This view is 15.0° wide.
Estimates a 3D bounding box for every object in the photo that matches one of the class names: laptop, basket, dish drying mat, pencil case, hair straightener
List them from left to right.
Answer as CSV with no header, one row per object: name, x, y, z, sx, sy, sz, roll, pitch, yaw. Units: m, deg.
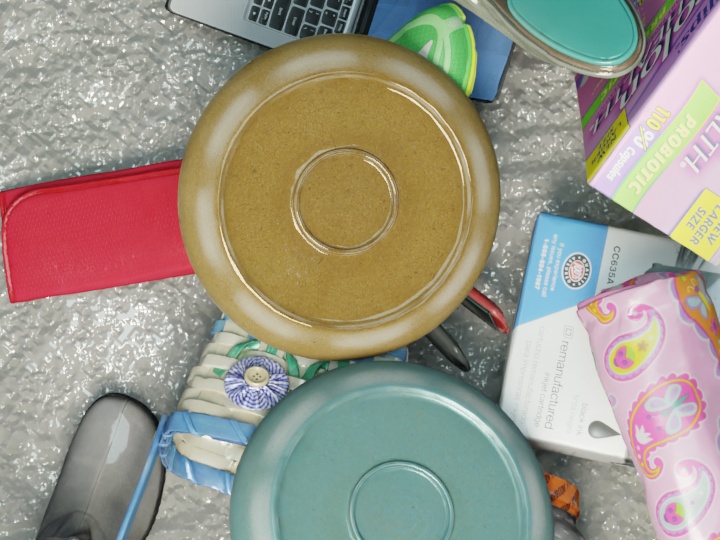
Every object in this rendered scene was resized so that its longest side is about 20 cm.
dish drying mat,-0.137,-0.031,1.775,0.199,0.018,0.077,-9,81,9
basket,-0.055,0.132,1.712,0.176,0.139,0.200,12,75,2
hair straightener,0.000,0.000,1.754,0.200,0.041,0.077,41,82,21
laptop,0.007,-0.225,1.753,0.200,0.116,0.188,19,85,-17
pencil case,0.196,0.100,1.656,0.087,0.087,0.200,-18,87,-1

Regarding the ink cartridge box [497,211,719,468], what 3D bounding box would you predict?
ink cartridge box,0.194,0.055,1.742,0.199,0.086,0.147,11,85,4

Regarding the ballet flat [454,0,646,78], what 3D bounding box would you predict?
ballet flat,0.097,-0.175,1.690,0.200,0.064,0.067,38,74,21

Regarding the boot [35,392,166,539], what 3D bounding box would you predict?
boot,-0.176,0.172,1.714,0.070,0.132,0.200,14,84,5

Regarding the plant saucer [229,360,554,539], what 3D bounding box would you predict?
plant saucer,0.022,0.147,1.632,0.200,0.027,0.201,3,72,-10

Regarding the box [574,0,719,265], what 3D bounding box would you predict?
box,0.221,-0.130,1.670,0.097,0.200,0.176,32,110,-11

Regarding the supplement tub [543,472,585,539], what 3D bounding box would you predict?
supplement tub,0.079,0.228,1.698,0.122,0.123,0.200,7,71,2

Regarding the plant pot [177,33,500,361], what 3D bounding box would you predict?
plant pot,-0.010,-0.042,1.658,0.199,0.027,0.201,-1,98,-9

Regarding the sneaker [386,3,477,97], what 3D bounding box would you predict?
sneaker,-0.011,-0.091,1.695,0.200,0.084,0.074,-39,62,11
